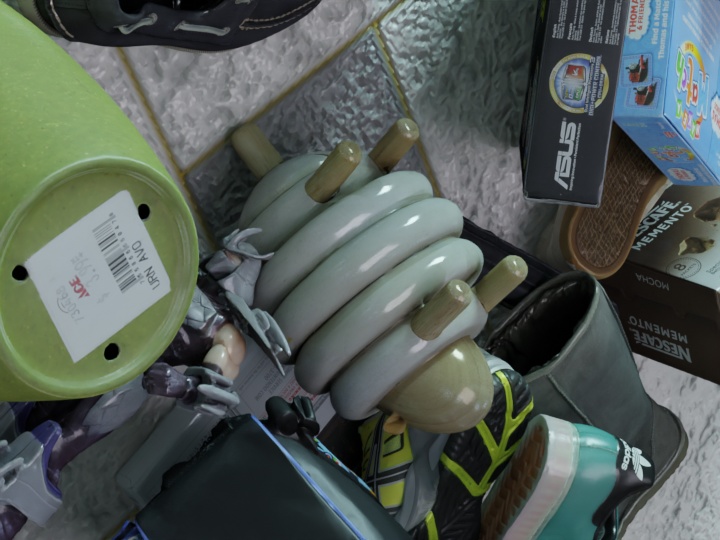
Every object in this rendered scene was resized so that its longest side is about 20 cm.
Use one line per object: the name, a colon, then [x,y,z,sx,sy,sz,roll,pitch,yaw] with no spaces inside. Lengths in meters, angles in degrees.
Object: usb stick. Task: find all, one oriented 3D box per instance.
usb stick: [0.088,0.003,1.010,0.199,0.055,0.033,25,71,-44]

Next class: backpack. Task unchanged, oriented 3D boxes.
backpack: [-0.023,0.175,0.831,0.134,0.183,0.200,-40,165,-6]

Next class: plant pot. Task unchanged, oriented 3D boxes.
plant pot: [-0.159,-0.024,0.678,0.186,0.199,0.189,-15,114,-37]

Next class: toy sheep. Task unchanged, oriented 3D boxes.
toy sheep: [0.000,0.000,0.859,0.137,0.201,0.138,-33,166,-9]

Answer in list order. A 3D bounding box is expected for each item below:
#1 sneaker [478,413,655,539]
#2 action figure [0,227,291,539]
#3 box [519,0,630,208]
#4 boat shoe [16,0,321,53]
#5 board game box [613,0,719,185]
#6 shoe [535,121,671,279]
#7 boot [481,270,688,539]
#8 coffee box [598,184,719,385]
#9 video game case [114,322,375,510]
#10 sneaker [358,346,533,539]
sneaker: [0.109,0.165,0.989,0.079,0.072,0.201,15,137,-11]
action figure: [-0.119,0.049,0.799,0.200,0.130,0.069,-43,131,-9]
box: [0.123,-0.150,0.928,0.160,0.044,0.202,-70,167,-75]
boat shoe: [-0.071,-0.138,0.800,0.199,0.062,0.073,-14,110,-49]
board game box: [0.194,-0.167,0.990,0.151,0.036,0.202,27,67,-63]
shoe: [0.176,-0.078,1.070,0.070,0.053,0.200,40,71,-13]
boot: [0.122,0.114,1.040,0.182,0.072,0.200,-54,146,-7]
coffee box: [0.264,-0.019,1.121,0.199,0.113,0.080,-34,125,-27]
video game case: [-0.028,0.100,0.964,0.200,0.023,0.182,-50,131,-18]
sneaker: [0.030,0.126,0.966,0.075,0.076,0.201,6,118,-46]
